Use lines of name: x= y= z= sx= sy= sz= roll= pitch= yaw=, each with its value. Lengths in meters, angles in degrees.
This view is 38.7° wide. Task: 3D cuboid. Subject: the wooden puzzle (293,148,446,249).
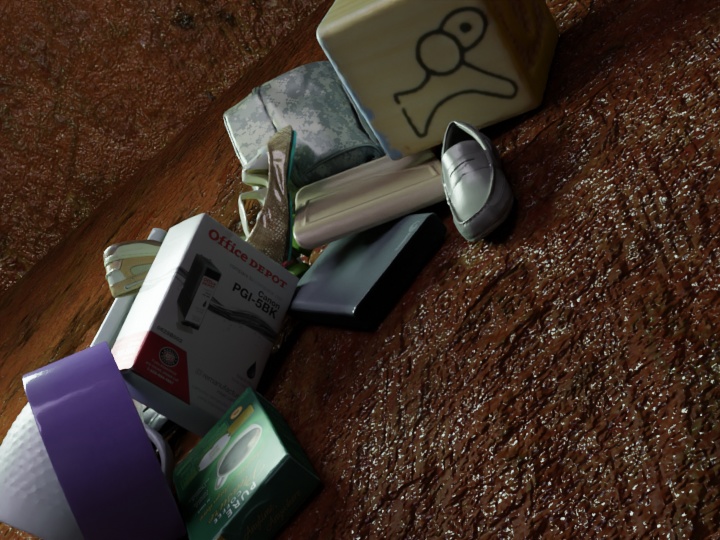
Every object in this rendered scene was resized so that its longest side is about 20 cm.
wooden puzzle: x=0.012 y=-0.084 z=1.192 sx=0.184 sy=0.037 sz=0.200 roll=-20 pitch=19 yaw=3

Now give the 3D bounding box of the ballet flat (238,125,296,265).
ballet flat: x=-0.111 y=-0.098 z=1.224 sx=0.071 sy=0.065 sz=0.201 roll=109 pitch=164 yaw=-52

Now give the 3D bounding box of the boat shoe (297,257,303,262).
boat shoe: x=-0.161 y=0.025 z=1.345 sx=0.199 sy=0.070 sz=0.071 roll=-31 pitch=24 yaw=32

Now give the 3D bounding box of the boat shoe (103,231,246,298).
boat shoe: x=-0.215 y=0.002 z=1.275 sx=0.198 sy=0.077 sz=0.072 roll=-8 pitch=-21 yaw=-16

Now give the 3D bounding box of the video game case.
video game case: x=-0.290 y=0.074 z=1.362 sx=0.183 sy=0.023 sz=0.201 roll=86 pitch=-159 yaw=-57

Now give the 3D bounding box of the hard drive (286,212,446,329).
hard drive: x=0.000 y=0.000 z=1.127 sx=0.140 sy=0.033 sz=0.200 roll=-51 pitch=20 yaw=-17

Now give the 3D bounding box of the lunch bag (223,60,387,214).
lunch bag: x=-0.065 y=-0.169 z=1.371 sx=0.167 sy=0.139 sz=0.201 roll=-35 pitch=54 yaw=15

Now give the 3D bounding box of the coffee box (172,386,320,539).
coffee box: x=-0.111 y=0.191 z=0.948 sx=0.123 sy=0.044 sz=0.200 roll=-48 pitch=19 yaw=-4

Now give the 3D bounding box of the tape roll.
tape roll: x=-0.240 y=0.174 z=0.967 sx=0.084 sy=0.201 sz=0.200 roll=-23 pitch=15 yaw=-15

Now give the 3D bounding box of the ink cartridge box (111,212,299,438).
ink cartridge box: x=-0.172 y=0.061 z=1.132 sx=0.083 sy=0.146 sz=0.201 roll=-19 pitch=43 yaw=50

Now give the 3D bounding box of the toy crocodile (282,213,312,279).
toy crocodile: x=-0.125 y=0.016 z=1.265 sx=0.200 sy=0.068 sz=0.062 roll=-44 pitch=-25 yaw=5

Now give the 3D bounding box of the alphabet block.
alphabet block: x=0.097 y=-0.279 z=1.206 sx=0.199 sy=0.196 sz=0.197 roll=-17 pitch=33 yaw=30

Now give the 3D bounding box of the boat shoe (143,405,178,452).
boat shoe: x=-0.208 y=0.163 z=1.216 sx=0.200 sy=0.073 sz=0.063 roll=-40 pitch=62 yaw=-3

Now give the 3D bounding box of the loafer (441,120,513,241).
loafer: x=0.109 y=-0.093 z=1.036 sx=0.070 sy=0.070 sz=0.200 roll=-37 pitch=21 yaw=17

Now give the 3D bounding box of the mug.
mug: x=-0.294 y=0.211 z=1.117 sx=0.198 sy=0.148 sz=0.177 roll=15 pitch=71 yaw=20
